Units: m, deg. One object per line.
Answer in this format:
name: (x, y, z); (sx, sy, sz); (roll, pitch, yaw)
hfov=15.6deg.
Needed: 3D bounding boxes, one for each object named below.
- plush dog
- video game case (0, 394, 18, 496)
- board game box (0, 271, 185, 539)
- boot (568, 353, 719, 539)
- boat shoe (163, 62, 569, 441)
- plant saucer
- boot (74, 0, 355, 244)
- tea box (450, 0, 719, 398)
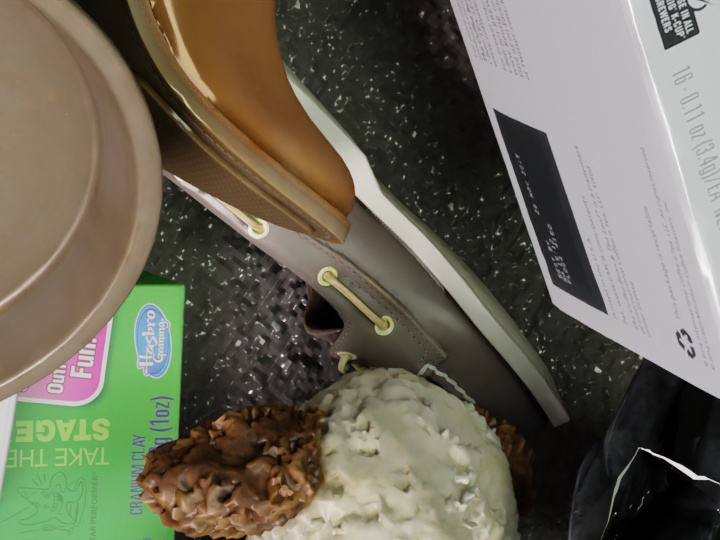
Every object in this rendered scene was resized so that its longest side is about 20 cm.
plush dog: (0.005, 0.119, 0.890); (0.200, 0.160, 0.173); (5, 84, -53)
video game case: (-0.199, 0.014, 0.814); (0.199, 0.018, 0.144); (4, 104, -27)
board game box: (-0.160, 0.077, 0.888); (0.199, 0.040, 0.154); (-1, 96, -27)
boot: (0.105, 0.122, 0.941); (0.065, 0.200, 0.166); (9, 83, 7)
boat shoe: (0.000, 0.000, 0.947); (0.059, 0.072, 0.200); (-42, 119, 3)
plant saucer: (-0.156, -0.029, 0.747); (0.199, 0.030, 0.201); (-4, 134, -4)
boot: (-0.040, -0.119, 0.839); (0.200, 0.077, 0.156); (42, 72, -18)
tea box: (0.142, -0.098, 0.845); (0.196, 0.134, 0.201); (-28, 114, -16)
